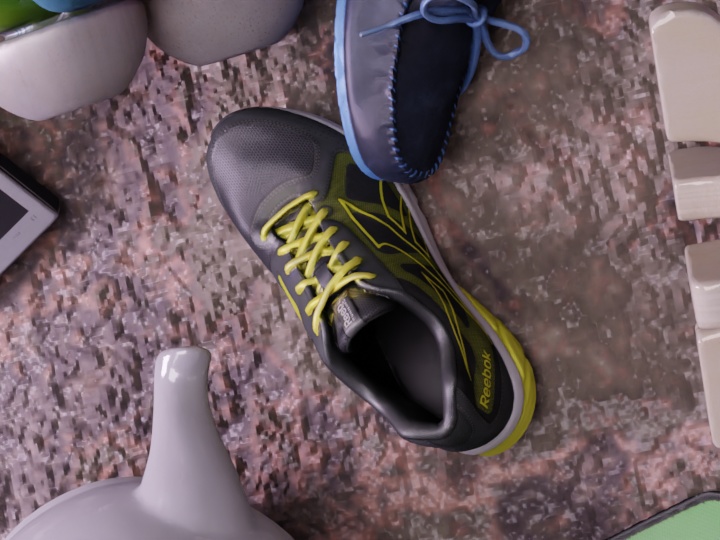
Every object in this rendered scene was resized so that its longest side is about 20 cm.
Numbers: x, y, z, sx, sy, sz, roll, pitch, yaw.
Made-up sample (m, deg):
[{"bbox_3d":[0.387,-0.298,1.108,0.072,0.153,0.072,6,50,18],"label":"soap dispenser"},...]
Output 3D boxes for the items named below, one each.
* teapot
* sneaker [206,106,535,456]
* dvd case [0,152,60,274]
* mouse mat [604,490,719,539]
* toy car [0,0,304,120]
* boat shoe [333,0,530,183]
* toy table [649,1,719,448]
[{"bbox_3d":[-0.106,0.168,1.037,0.200,0.198,0.146,-30,44,-1],"label":"teapot"},{"bbox_3d":[0.000,0.000,1.022,0.200,0.085,0.074,46,105,13],"label":"sneaker"},{"bbox_3d":[-0.267,-0.040,1.091,0.200,0.025,0.150,40,108,-23],"label":"dvd case"},{"bbox_3d":[0.140,0.217,1.018,0.161,0.008,0.200,-29,81,19],"label":"mouse mat"},{"bbox_3d":[-0.101,-0.169,0.990,0.150,0.200,0.176,-5,105,63],"label":"toy car"},{"bbox_3d":[0.035,-0.137,1.005,0.068,0.084,0.201,8,97,31],"label":"boat shoe"},{"bbox_3d":[0.185,-0.026,0.916,0.117,0.184,0.201,-8,97,7],"label":"toy table"}]
